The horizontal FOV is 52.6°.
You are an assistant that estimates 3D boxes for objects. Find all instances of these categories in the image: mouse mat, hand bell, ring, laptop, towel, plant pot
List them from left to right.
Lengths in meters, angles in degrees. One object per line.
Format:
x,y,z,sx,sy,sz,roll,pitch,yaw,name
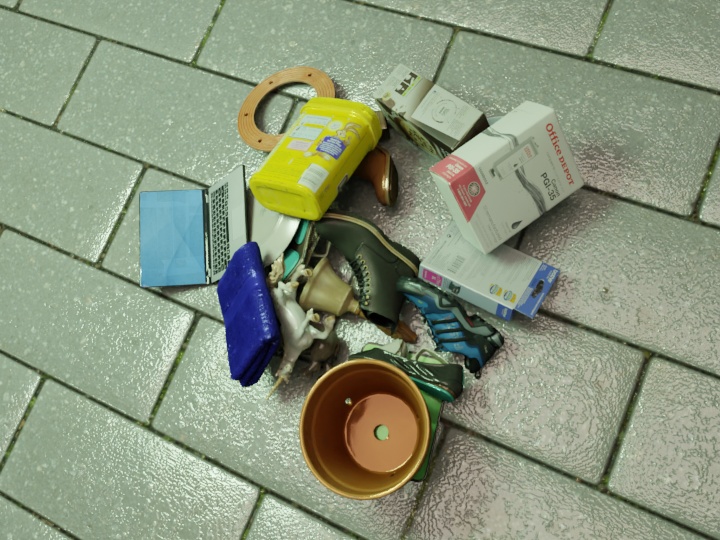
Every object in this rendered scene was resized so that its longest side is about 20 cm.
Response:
-0.302,-0.079,1.311,0.199,0.115,0.190,-23,67,45,laptop
-0.189,0.071,1.189,0.148,0.049,0.201,-59,39,40,towel
-0.138,-0.300,1.360,0.198,0.019,0.202,-10,58,15,ring
0.004,0.070,1.223,0.198,0.104,0.105,28,83,8,hand bell
0.018,0.247,1.124,0.197,0.140,0.203,-4,74,13,plant pot
0.054,0.229,1.197,0.159,0.008,0.202,12,78,17,mouse mat

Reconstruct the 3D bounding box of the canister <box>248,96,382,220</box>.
-0.074,-0.185,1.196,0.147,0.087,0.201,15,56,30,canister

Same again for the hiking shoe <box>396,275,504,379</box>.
0.131,0.086,1.156,0.199,0.074,0.087,35,92,-1,hiking shoe

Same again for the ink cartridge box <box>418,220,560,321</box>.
0.207,0.005,1.175,0.198,0.042,0.120,25,53,21,ink cartridge box

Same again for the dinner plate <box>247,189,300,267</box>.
-0.166,-0.100,1.280,0.199,0.024,0.203,-23,57,40,dinner plate

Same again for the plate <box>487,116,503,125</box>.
0.239,-0.167,1.247,0.198,0.026,0.203,-4,75,14,plate

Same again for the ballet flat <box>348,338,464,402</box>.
0.077,0.154,1.174,0.198,0.068,0.069,15,63,24,ballet flat

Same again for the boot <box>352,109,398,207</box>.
-0.018,-0.188,1.290,0.153,0.077,0.202,-13,70,10,boot

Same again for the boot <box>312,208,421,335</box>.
0.000,0.000,1.175,0.198,0.077,0.139,27,59,-13,boot

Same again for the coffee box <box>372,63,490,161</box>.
0.127,-0.250,1.230,0.080,0.113,0.200,-48,56,-2,coffee box

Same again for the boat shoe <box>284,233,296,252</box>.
-0.121,-0.131,1.304,0.062,0.074,0.204,0,80,6,boat shoe

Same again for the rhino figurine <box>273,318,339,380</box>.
-0.123,0.110,1.247,0.199,0.060,0.088,27,89,18,rhino figurine

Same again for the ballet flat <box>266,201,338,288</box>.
-0.092,-0.032,1.240,0.202,0.075,0.068,-64,30,6,ballet flat

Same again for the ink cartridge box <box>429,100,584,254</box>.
0.229,-0.147,1.138,0.199,0.147,0.083,-35,28,-3,ink cartridge box

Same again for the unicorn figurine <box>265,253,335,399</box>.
-0.106,0.086,1.169,0.137,0.073,0.202,-40,56,42,unicorn figurine
